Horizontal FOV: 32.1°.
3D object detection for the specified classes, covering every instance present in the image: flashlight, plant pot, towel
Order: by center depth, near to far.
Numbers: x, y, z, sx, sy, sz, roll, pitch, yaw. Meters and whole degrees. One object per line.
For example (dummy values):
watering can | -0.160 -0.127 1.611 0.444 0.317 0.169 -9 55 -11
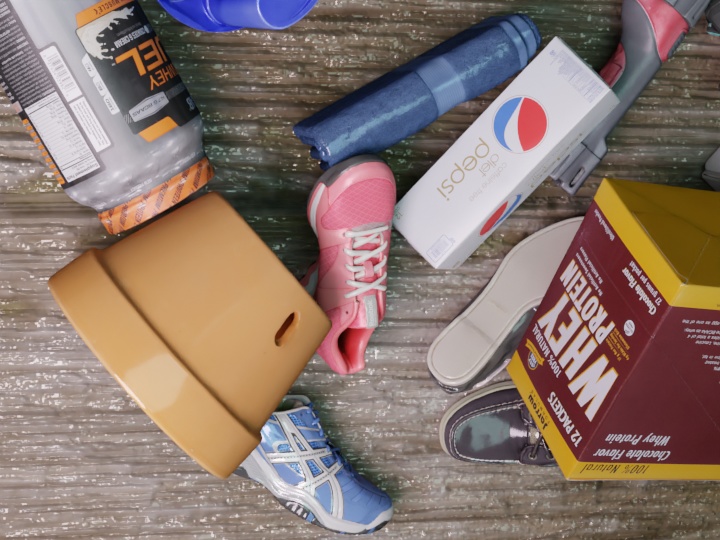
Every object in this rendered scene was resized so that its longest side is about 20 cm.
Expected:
plant pot | -0.116 0.035 0.941 0.140 0.200 0.200 -42 104 -3
towel | 0.047 -0.141 1.004 0.199 0.112 0.049 -29 102 -5
flashlight | 0.210 -0.166 1.059 0.068 0.068 0.200 36 96 -27

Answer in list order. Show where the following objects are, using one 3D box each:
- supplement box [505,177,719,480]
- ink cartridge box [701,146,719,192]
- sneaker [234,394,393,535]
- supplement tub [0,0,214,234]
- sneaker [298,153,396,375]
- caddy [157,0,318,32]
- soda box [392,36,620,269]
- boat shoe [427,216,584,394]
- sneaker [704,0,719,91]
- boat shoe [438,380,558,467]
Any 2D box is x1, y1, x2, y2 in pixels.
supplement box | 0.259 0.053 1.008 0.196 0.133 0.201 5 127 -25
ink cartridge box | 0.427 -0.071 1.102 0.200 0.084 0.145 41 90 -14
sneaker | -0.050 0.154 1.053 0.199 0.076 0.077 33 97 -15
supplement tub | -0.201 -0.137 0.953 0.122 0.123 0.201 -30 104 -5
sneaker | 0.000 0.000 0.992 0.073 0.087 0.201 -10 135 -25
caddy | -0.088 -0.280 0.963 0.141 0.105 0.201 20 96 -37
soda box | 0.116 -0.091 1.018 0.200 0.068 0.064 -46 76 13
boat shoe | 0.137 0.030 1.086 0.200 0.057 0.067 -42 68 -5
sneaker | 0.326 -0.244 1.060 0.079 0.075 0.201 -12 86 23
boat shoe | 0.170 0.137 1.098 0.199 0.065 0.072 -2 101 -10
